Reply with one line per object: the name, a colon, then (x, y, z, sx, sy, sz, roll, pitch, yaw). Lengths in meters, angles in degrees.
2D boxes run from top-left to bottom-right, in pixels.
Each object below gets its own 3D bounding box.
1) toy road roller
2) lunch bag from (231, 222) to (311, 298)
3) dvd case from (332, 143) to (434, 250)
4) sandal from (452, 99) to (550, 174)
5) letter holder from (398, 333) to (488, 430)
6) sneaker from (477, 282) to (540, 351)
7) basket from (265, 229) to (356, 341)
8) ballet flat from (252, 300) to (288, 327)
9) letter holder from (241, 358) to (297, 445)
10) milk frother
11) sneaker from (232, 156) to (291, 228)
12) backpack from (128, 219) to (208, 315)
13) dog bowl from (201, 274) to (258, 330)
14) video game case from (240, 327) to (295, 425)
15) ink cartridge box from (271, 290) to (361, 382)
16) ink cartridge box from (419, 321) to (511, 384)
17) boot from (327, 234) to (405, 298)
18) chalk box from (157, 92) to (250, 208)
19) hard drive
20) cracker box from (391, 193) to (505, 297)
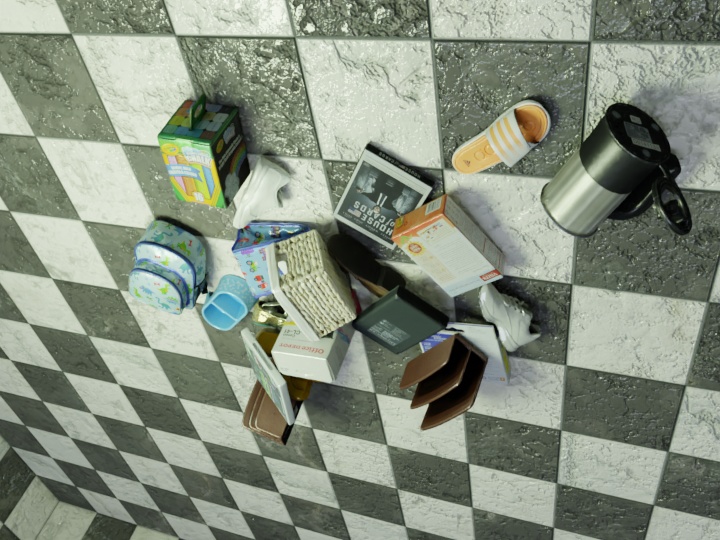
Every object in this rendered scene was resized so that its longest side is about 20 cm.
toy road roller: (-0.174, 0.237, 1.763, 0.194, 0.150, 0.123, 15, 174, 9)
lunch bag: (-0.165, -0.033, 1.573, 0.194, 0.096, 0.153, -7, 134, 14)
dvd case: (0.040, -0.139, 1.386, 0.148, 0.025, 0.201, 28, 139, -3)
sandal: (0.233, -0.203, 1.191, 0.079, 0.060, 0.205, 40, 138, -18)
letter holder: (0.173, 0.257, 1.581, 0.100, 0.144, 0.200, 36, 141, -12)
sneaker: (0.304, 0.082, 1.461, 0.086, 0.076, 0.200, -23, 128, 27)
basket: (-0.101, 0.030, 1.499, 0.121, 0.138, 0.201, -23, 137, 8)
ballet flat: (-0.175, 0.115, 1.742, 0.194, 0.072, 0.072, 12, 139, 13)
letter holder: (-0.225, 0.327, 1.853, 0.139, 0.204, 0.101, 20, 159, 8)
milk frother: (0.399, -0.110, 1.097, 0.177, 0.203, 0.189, 24, 141, -6)
sneaker: (-0.206, -0.144, 1.478, 0.087, 0.077, 0.201, 22, 140, -15)
backpack: (-0.461, -0.002, 1.695, 0.179, 0.149, 0.202, 21, 137, 1)
dog bowl: (-0.338, 0.088, 1.801, 0.111, 0.050, 0.199, 37, 138, -13)
video game case: (-0.222, 0.258, 1.706, 0.182, 0.023, 0.202, 49, 159, 31)
ink cartridge box: (-0.097, 0.139, 1.613, 0.143, 0.203, 0.087, 5, 137, 21)
ink cartridge box: (0.230, 0.172, 1.602, 0.193, 0.047, 0.203, 4, 133, 27)
boot: (0.000, 0.000, 1.524, 0.198, 0.075, 0.075, 37, 149, -16)
chalk box: (-0.306, -0.245, 1.377, 0.120, 0.126, 0.203, 10, 137, 16)
hard drive: (0.084, 0.113, 1.553, 0.138, 0.033, 0.199, 32, 145, -15)
cracker box: (0.173, -0.044, 1.375, 0.132, 0.059, 0.199, -23, 127, 39)
